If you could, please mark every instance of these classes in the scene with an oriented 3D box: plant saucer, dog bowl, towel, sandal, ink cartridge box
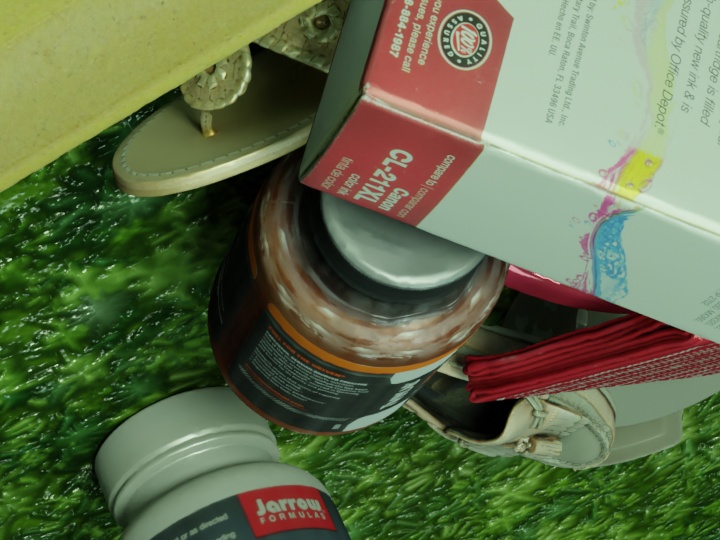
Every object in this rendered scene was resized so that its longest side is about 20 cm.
[{"bbox_3d":[-0.141,-0.108,0.778,0.200,0.049,0.200,-28,144,27],"label":"plant saucer"},{"bbox_3d":[0.164,0.026,1.298,0.200,0.059,0.200,-21,152,-11],"label":"dog bowl"},{"bbox_3d":[0.160,0.033,1.150,0.144,0.023,0.200,-17,170,43],"label":"towel"},{"bbox_3d":[-0.011,-0.105,0.949,0.211,0.078,0.070,-25,121,-18],"label":"sandal"},{"bbox_3d":[0.097,-0.070,0.887,0.200,0.146,0.083,21,153,-10],"label":"ink cartridge box"}]

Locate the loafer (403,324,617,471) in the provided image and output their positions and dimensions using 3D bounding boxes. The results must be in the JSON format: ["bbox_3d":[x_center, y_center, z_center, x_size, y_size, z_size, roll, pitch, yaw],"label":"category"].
[{"bbox_3d":[0.049,0.058,1.183,0.072,0.063,0.200,-32,130,33],"label":"loafer"}]

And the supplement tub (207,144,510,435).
[{"bbox_3d":[0.000,0.000,1.013,0.107,0.107,0.200,-18,169,-15],"label":"supplement tub"}]

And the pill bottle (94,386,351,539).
[{"bbox_3d":[-0.055,0.162,1.193,0.119,0.200,0.120,-20,151,-12],"label":"pill bottle"}]

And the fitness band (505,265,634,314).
[{"bbox_3d":[0.109,-0.039,1.040,0.143,0.038,0.200,21,152,-13],"label":"fitness band"}]
